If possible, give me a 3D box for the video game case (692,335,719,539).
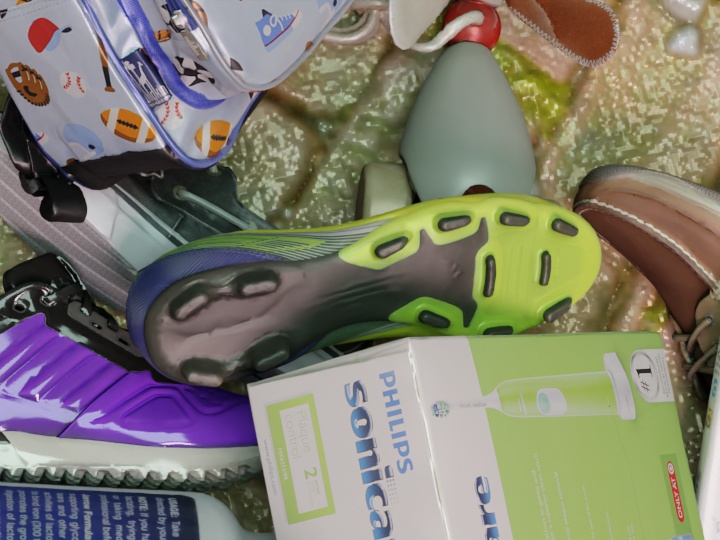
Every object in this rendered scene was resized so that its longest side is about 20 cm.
[{"bbox_3d":[0.212,0.118,1.250,0.143,0.018,0.201,7,101,-9],"label":"video game case"}]

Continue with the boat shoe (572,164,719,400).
[{"bbox_3d":[0.175,0.026,1.272,0.200,0.076,0.072,34,78,-1],"label":"boat shoe"}]

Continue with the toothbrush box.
[{"bbox_3d":[0.056,0.104,1.171,0.086,0.200,0.146,-16,81,32],"label":"toothbrush box"}]

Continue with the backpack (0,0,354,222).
[{"bbox_3d":[-0.089,-0.152,1.154,0.191,0.154,0.200,51,47,-20],"label":"backpack"}]

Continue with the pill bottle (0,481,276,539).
[{"bbox_3d":[-0.108,0.145,1.174,0.199,0.116,0.116,3,79,-9],"label":"pill bottle"}]

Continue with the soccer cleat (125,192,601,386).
[{"bbox_3d":[0.000,-0.001,1.182,0.199,0.084,0.065,-11,111,-14],"label":"soccer cleat"}]

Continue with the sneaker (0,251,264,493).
[{"bbox_3d":[-0.118,0.041,1.215,0.199,0.070,0.100,3,79,-11],"label":"sneaker"}]

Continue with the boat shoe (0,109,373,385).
[{"bbox_3d":[-0.078,-0.015,1.242,0.200,0.072,0.071,36,67,-13],"label":"boat shoe"}]

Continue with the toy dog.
[{"bbox_3d":[0.049,-0.081,1.255,0.131,0.096,0.201,-13,82,-13],"label":"toy dog"}]
